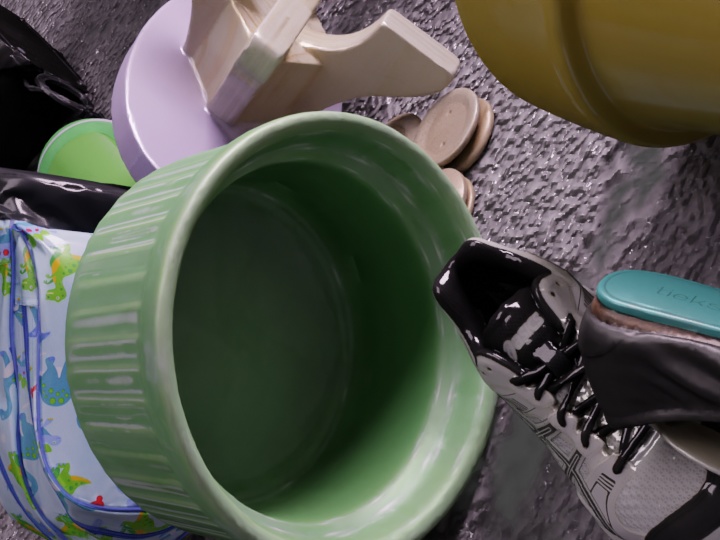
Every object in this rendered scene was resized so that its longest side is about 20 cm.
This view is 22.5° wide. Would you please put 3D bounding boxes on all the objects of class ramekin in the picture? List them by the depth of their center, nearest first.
[{"bbox_3d":[-0.038,0.033,0.825,0.097,0.199,0.201,-5,58,49],"label":"ramekin"}]

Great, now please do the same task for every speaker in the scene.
[{"bbox_3d":[-0.151,-0.036,1.170,0.089,0.088,0.200,-55,31,4],"label":"speaker"}]

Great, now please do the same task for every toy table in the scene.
[{"bbox_3d":[-0.049,-0.127,1.009,0.117,0.183,0.201,-49,20,39],"label":"toy table"}]

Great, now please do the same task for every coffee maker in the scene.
[{"bbox_3d":[-0.322,-0.102,1.426,0.201,0.134,0.192,-53,32,9],"label":"coffee maker"}]

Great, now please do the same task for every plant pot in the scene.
[{"bbox_3d":[0.166,-0.133,0.709,0.188,0.200,0.202,30,88,45],"label":"plant pot"}]

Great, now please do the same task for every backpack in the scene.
[{"bbox_3d":[-0.137,0.055,0.990,0.153,0.162,0.202,13,94,58],"label":"backpack"}]

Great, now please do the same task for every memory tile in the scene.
[{"bbox_3d":[0.000,0.000,0.985,0.153,0.017,0.201,-14,51,50],"label":"memory tile"}]

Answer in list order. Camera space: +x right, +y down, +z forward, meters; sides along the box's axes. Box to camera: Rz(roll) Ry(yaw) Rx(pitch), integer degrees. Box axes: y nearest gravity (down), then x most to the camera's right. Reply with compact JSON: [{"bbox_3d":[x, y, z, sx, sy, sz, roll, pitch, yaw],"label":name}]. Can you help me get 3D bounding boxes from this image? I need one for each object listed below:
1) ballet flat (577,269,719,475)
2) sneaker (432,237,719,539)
[{"bbox_3d":[0.170,0.048,0.638,0.199,0.068,0.069,12,113,34],"label":"ballet flat"},{"bbox_3d":[0.089,0.051,0.744,0.076,0.087,0.200,-53,32,4],"label":"sneaker"}]
